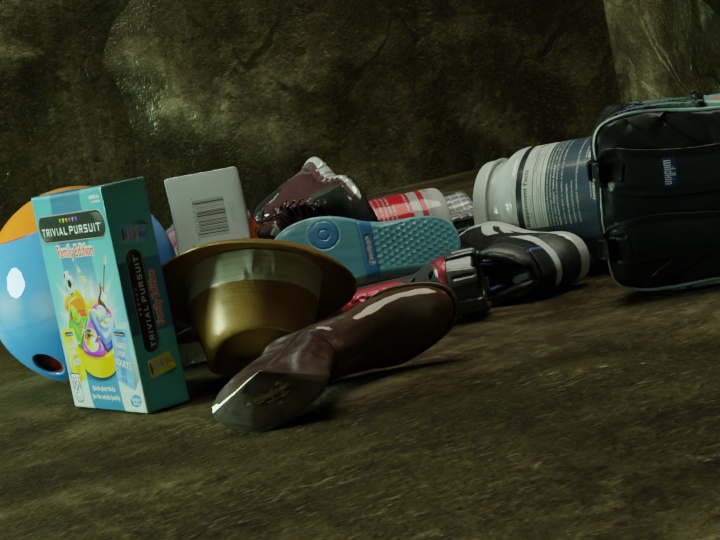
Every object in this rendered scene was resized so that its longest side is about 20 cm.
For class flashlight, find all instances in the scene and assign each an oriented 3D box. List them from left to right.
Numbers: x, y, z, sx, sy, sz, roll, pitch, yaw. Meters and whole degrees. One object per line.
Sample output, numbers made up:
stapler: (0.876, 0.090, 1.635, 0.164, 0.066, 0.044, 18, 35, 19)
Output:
flashlight: (0.027, 0.031, 1.557, 0.198, 0.069, 0.068, -14, -39, 13)

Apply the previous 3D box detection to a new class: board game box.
board game box: (-0.230, 0.024, 1.430, 0.047, 0.203, 0.150, -15, 7, -35)

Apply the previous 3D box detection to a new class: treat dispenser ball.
treat dispenser ball: (-0.284, 0.014, 1.616, 0.198, 0.204, 0.201, -11, 6, 1)

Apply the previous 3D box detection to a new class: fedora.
fedora: (-0.097, 0.043, 1.415, 0.198, 0.083, 0.201, 0, -26, 0)

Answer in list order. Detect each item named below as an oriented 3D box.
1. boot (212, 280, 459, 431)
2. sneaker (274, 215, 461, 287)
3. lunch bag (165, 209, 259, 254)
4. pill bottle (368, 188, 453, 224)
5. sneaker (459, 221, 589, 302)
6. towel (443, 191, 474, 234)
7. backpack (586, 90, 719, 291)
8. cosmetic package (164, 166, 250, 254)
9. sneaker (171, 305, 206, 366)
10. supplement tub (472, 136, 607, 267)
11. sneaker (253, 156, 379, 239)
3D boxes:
boot: (-0.015, 0.068, 1.258, 0.185, 0.065, 0.200, -24, 0, 11)
sneaker: (0.000, 0.000, 1.664, 0.197, 0.081, 0.131, 0, -22, -8)
lunch bag: (-0.204, 0.013, 1.866, 0.199, 0.082, 0.177, -4, 45, 54)
pill bottle: (0.007, -0.023, 1.839, 0.197, 0.114, 0.112, -12, 6, -8)
sneaker: (0.130, -0.008, 1.642, 0.111, 0.074, 0.199, -15, 8, -41)
towel: (0.071, -0.039, 2.006, 0.197, 0.087, 0.166, -12, 7, -6)
backpack: (0.321, -0.077, 1.444, 0.198, 0.180, 0.150, -5, 13, 20)
cosmetic package: (-0.154, -0.012, 1.671, 0.080, 0.114, 0.201, -10, -25, -7)
sneaker: (-0.156, 0.041, 1.557, 0.077, 0.092, 0.199, 18, 12, 25)
supplement tub: (0.237, -0.072, 1.719, 0.198, 0.142, 0.140, -8, 7, 32)
sneaker: (-0.054, -0.055, 1.747, 0.115, 0.076, 0.200, -34, 23, -8)
